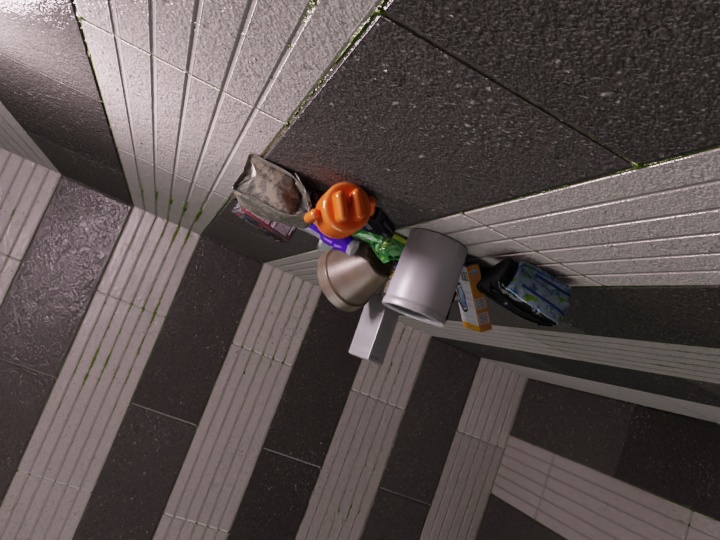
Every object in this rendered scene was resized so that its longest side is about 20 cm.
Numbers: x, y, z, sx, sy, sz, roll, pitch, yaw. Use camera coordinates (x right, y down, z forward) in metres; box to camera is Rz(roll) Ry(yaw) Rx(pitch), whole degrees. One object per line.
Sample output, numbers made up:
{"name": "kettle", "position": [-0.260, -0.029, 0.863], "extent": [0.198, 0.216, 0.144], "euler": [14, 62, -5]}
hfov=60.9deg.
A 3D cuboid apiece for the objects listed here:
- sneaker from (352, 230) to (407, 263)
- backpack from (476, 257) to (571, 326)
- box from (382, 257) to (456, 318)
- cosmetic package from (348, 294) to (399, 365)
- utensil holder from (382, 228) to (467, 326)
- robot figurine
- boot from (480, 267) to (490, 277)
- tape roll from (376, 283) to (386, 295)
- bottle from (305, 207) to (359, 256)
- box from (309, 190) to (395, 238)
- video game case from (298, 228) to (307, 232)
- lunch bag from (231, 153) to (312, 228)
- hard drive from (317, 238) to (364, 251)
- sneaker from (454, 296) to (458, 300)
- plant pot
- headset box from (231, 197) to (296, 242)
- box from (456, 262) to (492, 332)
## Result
{"name": "sneaker", "position": [0.064, -0.066, 1.670], "extent": [0.198, 0.084, 0.074], "euler": [23, 172, -6]}
{"name": "backpack", "position": [0.401, 0.054, 1.458], "extent": [0.200, 0.154, 0.163], "euler": [43, 168, 0]}
{"name": "box", "position": [0.180, 0.034, 1.743], "extent": [0.198, 0.162, 0.049], "euler": [22, 172, -10]}
{"name": "cosmetic package", "position": [0.047, 0.179, 1.891], "extent": [0.074, 0.202, 0.101], "euler": [28, 169, -39]}
{"name": "utensil holder", "position": [0.167, 0.018, 1.550], "extent": [0.168, 0.202, 0.170], "euler": [21, 171, 4]}
{"name": "robot figurine", "position": [-0.042, -0.135, 1.408], "extent": [0.117, 0.144, 0.200], "euler": [44, 166, -8]}
{"name": "boot", "position": [0.406, 0.056, 1.675], "extent": [0.198, 0.067, 0.175], "euler": [23, 180, -13]}
{"name": "tape roll", "position": [0.106, 0.033, 1.990], "extent": [0.200, 0.141, 0.203], "euler": [21, 172, 3]}
{"name": "bottle", "position": [-0.094, -0.112, 1.708], "extent": [0.199, 0.066, 0.083], "euler": [34, 180, 18]}
{"name": "box", "position": [-0.020, -0.142, 1.575], "extent": [0.198, 0.037, 0.143], "euler": [16, 170, 24]}
{"name": "video game case", "position": [-0.141, -0.137, 1.941], "extent": [0.180, 0.024, 0.200], "euler": [23, 171, -8]}
{"name": "lunch bag", "position": [-0.200, -0.181, 1.509], "extent": [0.198, 0.119, 0.164], "euler": [26, 170, 0]}
{"name": "hard drive", "position": [-0.064, -0.085, 1.906], "extent": [0.130, 0.027, 0.200], "euler": [0, 174, -7]}
{"name": "sneaker", "position": [0.279, 0.039, 1.825], "extent": [0.199, 0.071, 0.080], "euler": [-13, 116, 48]}
{"name": "plant pot", "position": [0.000, 0.000, 1.802], "extent": [0.199, 0.202, 0.173], "euler": [28, 141, -36]}
{"name": "headset box", "position": [-0.300, -0.171, 1.875], "extent": [0.199, 0.076, 0.148], "euler": [34, 170, -21]}
{"name": "box", "position": [0.292, 0.057, 1.633], "extent": [0.041, 0.203, 0.119], "euler": [-12, -174, -11]}
